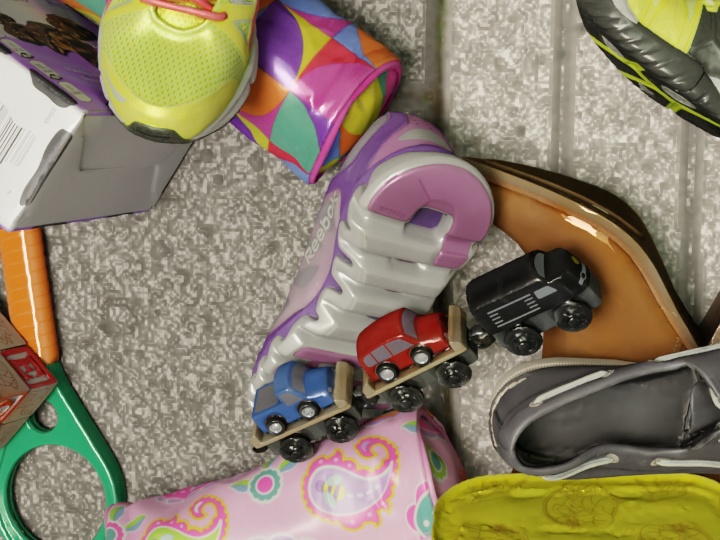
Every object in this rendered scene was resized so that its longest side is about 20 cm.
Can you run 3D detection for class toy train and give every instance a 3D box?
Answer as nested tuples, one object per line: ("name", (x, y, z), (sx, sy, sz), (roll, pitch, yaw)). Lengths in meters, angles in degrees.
("toy train", (0.022, 0.042, 0.746), (0.199, 0.034, 0.046), (-28, 122, 23))

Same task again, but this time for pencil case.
("pencil case", (-0.040, 0.138, 0.811), (0.199, 0.087, 0.088), (-20, 90, 13))
("pencil case", (-0.075, -0.129, 0.799), (0.200, 0.088, 0.089), (37, 103, 11))

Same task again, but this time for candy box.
("candy box", (-0.198, -0.110, 0.786), (0.200, 0.168, 0.072), (37, 103, 8))

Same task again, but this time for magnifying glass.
("magnifying glass", (-0.180, 0.074, 0.878), (0.079, 0.022, 0.201), (-6, 96, 15))

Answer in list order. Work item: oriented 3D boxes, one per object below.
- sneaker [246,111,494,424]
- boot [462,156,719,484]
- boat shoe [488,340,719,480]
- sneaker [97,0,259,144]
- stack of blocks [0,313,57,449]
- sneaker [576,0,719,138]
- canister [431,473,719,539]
("sneaker", (0.000, 0.000, 0.795), (0.080, 0.089, 0.201), (13, 127, -23))
("boot", (0.110, 0.044, 0.778), (0.199, 0.077, 0.156), (29, 106, 3))
("boat shoe", (0.158, 0.068, 0.704), (0.199, 0.063, 0.073), (-5, 102, 7))
("sneaker", (-0.074, -0.155, 0.714), (0.078, 0.090, 0.201), (13, 67, -4))
("stack of blocks", (-0.272, 0.016, 0.834), (0.200, 0.115, 0.059), (47, 110, 11))
("sneaker", (0.196, -0.097, 0.740), (0.199, 0.075, 0.077), (30, 95, -1))
("canister", (0.113, 0.206, 0.749), (0.148, 0.087, 0.201), (-2, 114, 7))
